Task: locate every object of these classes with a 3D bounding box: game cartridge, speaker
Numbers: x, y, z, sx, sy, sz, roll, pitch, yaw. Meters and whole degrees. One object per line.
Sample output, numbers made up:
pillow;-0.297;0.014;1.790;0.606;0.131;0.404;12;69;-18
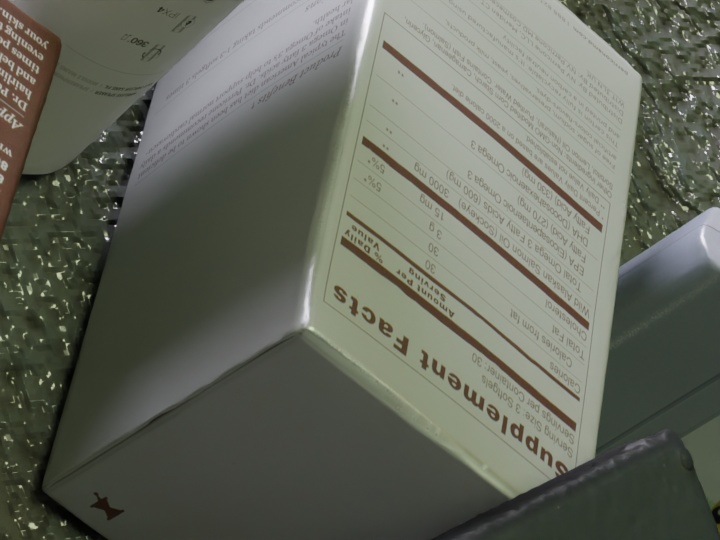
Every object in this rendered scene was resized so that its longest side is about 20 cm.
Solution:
game cartridge;0.143;0.080;0.991;0.200;0.133;0.041;47;31;-11
speaker;-0.055;-0.112;0.857;0.081;0.200;0.082;29;40;-28

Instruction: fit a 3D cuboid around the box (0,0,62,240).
box;-0.155;-0.005;0.777;0.100;0.075;0.201;37;40;-24

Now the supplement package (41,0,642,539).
supplement package;0.000;0.000;0.904;0.117;0.117;0.201;38;42;-26

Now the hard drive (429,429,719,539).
hard drive;0.076;0.154;0.782;0.139;0.033;0.201;-20;89;-51
